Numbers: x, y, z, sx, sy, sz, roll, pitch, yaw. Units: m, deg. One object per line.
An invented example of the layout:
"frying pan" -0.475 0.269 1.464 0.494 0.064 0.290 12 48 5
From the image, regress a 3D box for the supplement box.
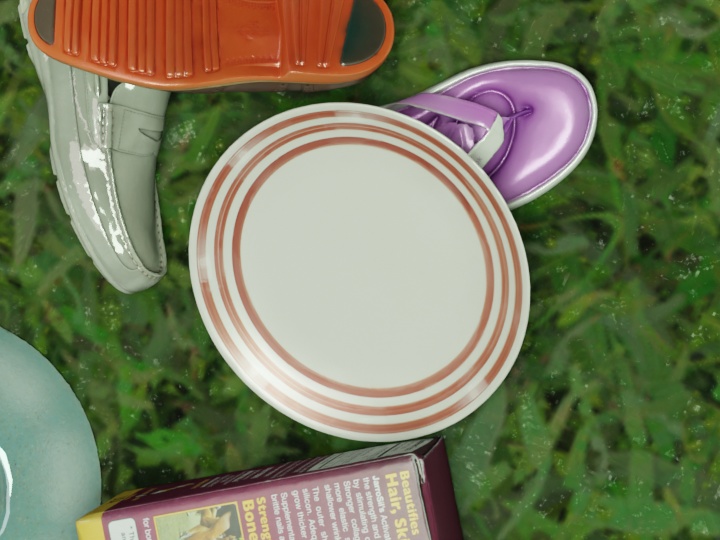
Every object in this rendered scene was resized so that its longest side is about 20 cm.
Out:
"supplement box" -0.043 0.175 1.391 0.198 0.103 0.132 -10 92 10

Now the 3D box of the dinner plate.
"dinner plate" 0.000 0.000 1.392 0.198 0.024 0.202 7 115 15

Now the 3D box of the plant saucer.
"plant saucer" -0.251 0.127 1.454 0.199 0.039 0.203 1 94 9

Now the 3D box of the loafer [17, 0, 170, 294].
"loafer" -0.139 -0.089 1.408 0.069 0.070 0.202 -15 90 18

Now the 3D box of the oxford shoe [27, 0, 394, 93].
"oxford shoe" -0.084 -0.123 1.376 0.198 0.073 0.072 6 77 -6

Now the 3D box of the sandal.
"sandal" 0.034 -0.064 1.391 0.201 0.050 0.083 -14 91 9
